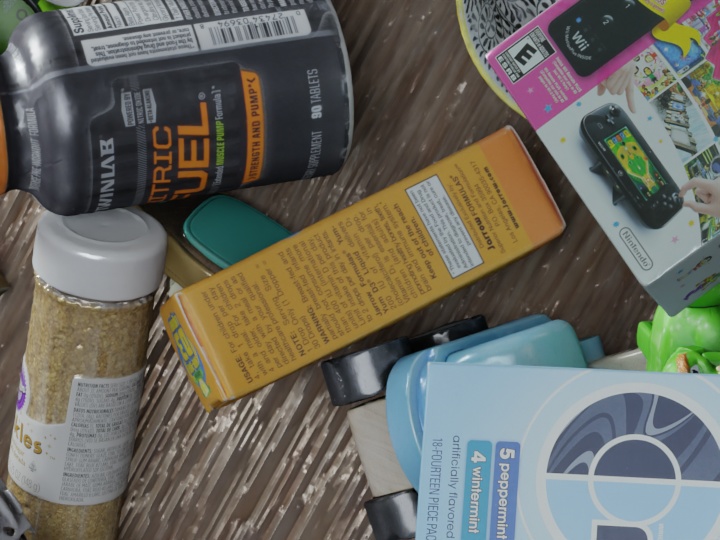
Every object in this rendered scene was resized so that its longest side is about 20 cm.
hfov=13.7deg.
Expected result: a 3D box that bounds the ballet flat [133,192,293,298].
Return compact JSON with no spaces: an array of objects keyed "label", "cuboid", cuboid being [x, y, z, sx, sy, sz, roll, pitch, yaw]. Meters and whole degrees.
[{"label":"ballet flat","cuboid":[-0.099,-0.021,1.596,0.200,0.069,0.063,37,128,11]}]

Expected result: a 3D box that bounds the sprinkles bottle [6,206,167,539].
[{"label":"sprinkles bottle","cuboid":[-0.147,0.064,1.570,0.068,0.068,0.200,16,116,11]}]

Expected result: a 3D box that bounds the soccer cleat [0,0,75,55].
[{"label":"soccer cleat","cuboid":[-0.228,-0.168,1.597,0.200,0.081,0.068,37,100,8]}]

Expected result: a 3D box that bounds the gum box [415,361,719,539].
[{"label":"gum box","cuboid":[0.125,0.131,1.354,0.200,0.045,0.170,3,80,11]}]

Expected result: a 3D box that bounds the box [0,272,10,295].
[{"label":"box","cuboid":[-0.297,-0.039,1.646,0.121,0.032,0.200,-34,87,12]}]

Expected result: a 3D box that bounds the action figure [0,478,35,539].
[{"label":"action figure","cuboid":[-0.220,0.161,1.578,0.200,0.069,0.130,1,109,49]}]

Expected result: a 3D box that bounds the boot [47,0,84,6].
[{"label":"boot","cuboid":[-0.187,-0.227,1.570,0.200,0.074,0.096,42,59,15]}]

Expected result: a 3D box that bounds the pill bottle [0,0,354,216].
[{"label":"pill bottle","cuboid":[-0.112,-0.086,1.524,0.200,0.106,0.106,-10,91,-15]}]

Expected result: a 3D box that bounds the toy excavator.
[{"label":"toy excavator","cuboid":[0.112,0.059,1.516,0.200,0.194,0.100,-17,89,41]}]

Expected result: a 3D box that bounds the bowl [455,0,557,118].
[{"label":"bowl","cuboid":[0.135,-0.171,1.477,0.201,0.094,0.201,-6,123,-9]}]

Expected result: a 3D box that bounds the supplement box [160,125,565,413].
[{"label":"supplement box","cuboid":[0.000,0.000,1.523,0.200,0.067,0.069,-29,88,-15]}]

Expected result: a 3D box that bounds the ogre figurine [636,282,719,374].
[{"label":"ogre figurine","cuboid":[0.195,0.047,1.435,0.120,0.098,0.200,3,126,0]}]

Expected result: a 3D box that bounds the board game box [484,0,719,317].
[{"label":"board game box","cuboid":[0.181,-0.097,1.383,0.200,0.064,0.148,-36,66,7]}]
